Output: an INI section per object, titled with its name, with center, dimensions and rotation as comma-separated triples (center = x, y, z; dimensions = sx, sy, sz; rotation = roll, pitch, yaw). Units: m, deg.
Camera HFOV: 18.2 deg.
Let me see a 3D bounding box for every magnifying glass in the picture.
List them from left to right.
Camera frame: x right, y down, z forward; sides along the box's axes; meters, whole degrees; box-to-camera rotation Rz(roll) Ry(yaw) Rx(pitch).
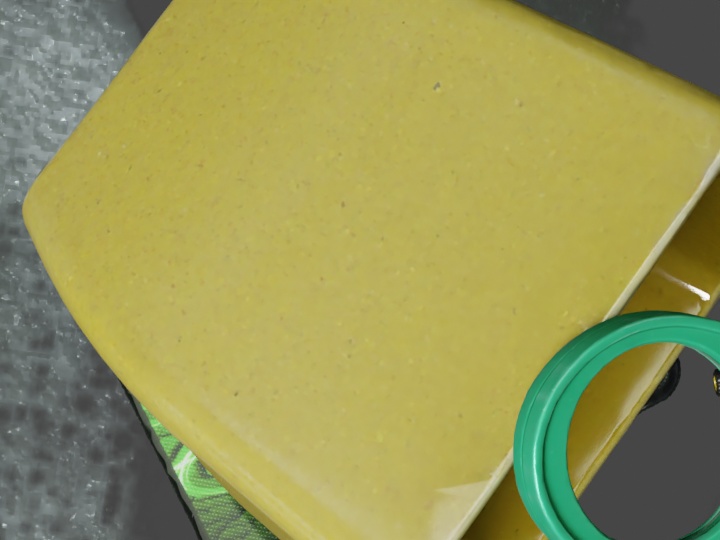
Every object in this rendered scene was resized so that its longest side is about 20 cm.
[magnifying glass]
center = 0.140, 0.039, 0.691
dimensions = 0.200, 0.022, 0.080
rotation = -14, 97, -16

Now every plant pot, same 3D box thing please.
[plant pot]
center = 0.000, 0.000, 0.792
dimensions = 0.200, 0.196, 0.194
rotation = 34, 81, 15

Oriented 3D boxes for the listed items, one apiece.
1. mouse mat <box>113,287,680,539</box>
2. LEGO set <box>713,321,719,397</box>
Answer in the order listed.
[mouse mat]
center = 0.006, 0.021, 0.881
dimensions = 0.200, 0.008, 0.161
rotation = -28, 77, -3
[LEGO set]
center = 0.217, 0.062, 0.779
dimensions = 0.200, 0.116, 0.154
rotation = -13, 47, -6
